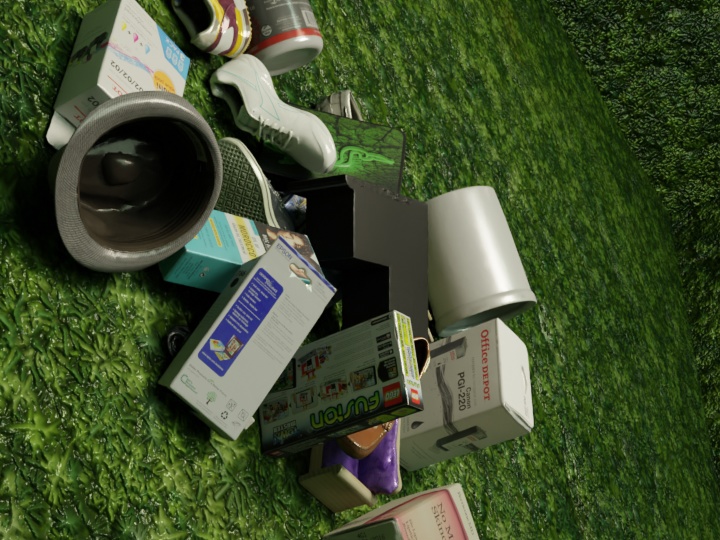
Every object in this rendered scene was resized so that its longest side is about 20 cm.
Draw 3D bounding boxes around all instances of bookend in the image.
[{"bbox_3d":[0.000,0.000,1.347,0.198,0.091,0.202,12,75,-56],"label":"bookend"}]

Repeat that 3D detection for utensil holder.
[{"bbox_3d":[0.176,-0.014,1.732,0.170,0.169,0.202,10,60,-60],"label":"utensil holder"}]

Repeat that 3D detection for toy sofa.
[{"bbox_3d":[-0.007,0.185,1.309,0.083,0.097,0.201,48,33,-36],"label":"toy sofa"}]

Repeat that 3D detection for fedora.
[{"bbox_3d":[-0.234,-0.094,1.051,0.199,0.090,0.179,-23,122,-39],"label":"fedora"}]

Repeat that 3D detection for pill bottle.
[{"bbox_3d":[-0.135,-0.378,1.463,0.116,0.115,0.202,-11,81,-64],"label":"pill bottle"}]

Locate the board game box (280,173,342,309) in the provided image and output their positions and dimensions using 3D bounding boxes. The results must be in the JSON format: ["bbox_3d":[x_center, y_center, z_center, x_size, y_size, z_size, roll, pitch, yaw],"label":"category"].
[{"bbox_3d":[-0.034,-0.037,1.463,0.201,0.061,0.200,59,27,-17],"label":"board game box"}]

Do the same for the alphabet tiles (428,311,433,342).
[{"bbox_3d":[0.050,0.010,1.532,0.202,0.006,0.166,67,-14,-4],"label":"alphabet tiles"}]

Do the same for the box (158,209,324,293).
[{"bbox_3d":[-0.135,-0.015,1.190,0.199,0.049,0.083,14,39,-42],"label":"box"}]

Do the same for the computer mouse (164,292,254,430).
[{"bbox_3d":[-0.133,0.072,1.200,0.139,0.052,0.200,58,28,-20],"label":"computer mouse"}]

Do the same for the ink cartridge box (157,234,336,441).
[{"bbox_3d":[-0.117,0.069,1.125,0.099,0.039,0.201,45,69,-26],"label":"ink cartridge box"}]

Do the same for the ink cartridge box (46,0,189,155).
[{"bbox_3d":[-0.255,-0.186,1.142,0.115,0.067,0.201,45,35,-39],"label":"ink cartridge box"}]

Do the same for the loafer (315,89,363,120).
[{"bbox_3d":[0.003,-0.180,1.629,0.201,0.069,0.070,59,27,-19],"label":"loafer"}]

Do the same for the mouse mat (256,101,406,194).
[{"bbox_3d":[-0.036,-0.166,1.459,0.162,0.198,0.008,-82,-174,-46],"label":"mouse mat"}]

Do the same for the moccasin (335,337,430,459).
[{"bbox_3d":[0.031,0.147,1.262,0.074,0.078,0.201,47,40,2],"label":"moccasin"}]

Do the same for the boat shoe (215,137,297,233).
[{"bbox_3d":[-0.127,-0.071,1.303,0.201,0.074,0.062,63,19,-18],"label":"boat shoe"}]

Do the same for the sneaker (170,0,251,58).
[{"bbox_3d":[-0.205,-0.372,1.371,0.090,0.075,0.202,1,62,-52],"label":"sneaker"}]

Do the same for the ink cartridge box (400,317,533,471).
[{"bbox_3d":[0.128,0.172,1.459,0.085,0.199,0.147,44,35,-40],"label":"ink cartridge box"}]

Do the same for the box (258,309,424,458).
[{"bbox_3d":[-0.028,0.129,1.191,0.035,0.199,0.111,27,48,-51],"label":"box"}]

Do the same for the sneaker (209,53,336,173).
[{"bbox_3d":[-0.118,-0.192,1.384,0.200,0.071,0.080,43,41,5],"label":"sneaker"}]

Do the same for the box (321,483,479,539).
[{"bbox_3d":[0.060,0.350,1.298,0.200,0.108,0.129,-4,74,-63],"label":"box"}]
